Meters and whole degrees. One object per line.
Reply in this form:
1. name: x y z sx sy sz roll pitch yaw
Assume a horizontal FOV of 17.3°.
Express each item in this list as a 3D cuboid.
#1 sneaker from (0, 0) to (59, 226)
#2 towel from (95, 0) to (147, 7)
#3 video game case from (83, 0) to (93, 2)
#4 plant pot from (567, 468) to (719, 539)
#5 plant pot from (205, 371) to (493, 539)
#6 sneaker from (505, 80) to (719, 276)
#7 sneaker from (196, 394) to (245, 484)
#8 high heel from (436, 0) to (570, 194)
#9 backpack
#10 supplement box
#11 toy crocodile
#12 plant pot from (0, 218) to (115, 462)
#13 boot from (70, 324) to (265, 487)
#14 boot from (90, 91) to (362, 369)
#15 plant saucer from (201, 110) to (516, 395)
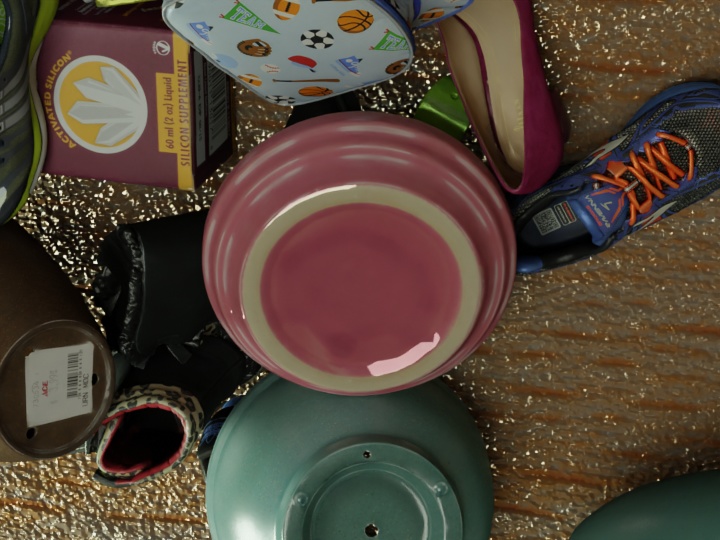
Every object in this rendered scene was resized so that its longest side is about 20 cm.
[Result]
1. sneaker: -0.243 -0.116 1.508 0.073 0.081 0.202 13 113 14
2. towel: -0.145 -0.263 1.486 0.085 0.018 0.201 -10 117 2
3. video game case: -0.167 -0.305 1.515 0.200 0.022 0.182 -41 93 18
4. plant pot: 0.221 0.223 1.534 0.160 0.200 0.202 -3 111 32
5. plant pot: 0.001 0.160 1.565 0.198 0.134 0.202 -1 96 -8
6. sneaker: 0.165 -0.048 1.498 0.199 0.078 0.076 -34 99 27
7. sneaker: -0.057 0.189 1.672 0.070 0.078 0.201 -24 102 25
8. high heel: 0.075 -0.147 1.477 0.067 0.096 0.201 -26 101 26
9. backpack: -0.025 -0.198 1.408 0.189 0.200 0.155 -20 62 28
10. supplement box: -0.189 -0.127 1.581 0.198 0.086 0.111 7 114 16
11. toy crocodile: 0.037 -0.033 1.564 0.067 0.062 0.201 16 120 11
12. plant pot: -0.252 0.050 1.574 0.199 0.186 0.189 21 123 49
13. boot: -0.168 0.099 1.629 0.202 0.154 0.074 -22 104 25
14. boot: -0.087 -0.029 1.531 0.074 0.161 0.199 56 146 36
15. plant saucer: 0.000 0.000 1.474 0.199 0.051 0.202 -1 122 -2
